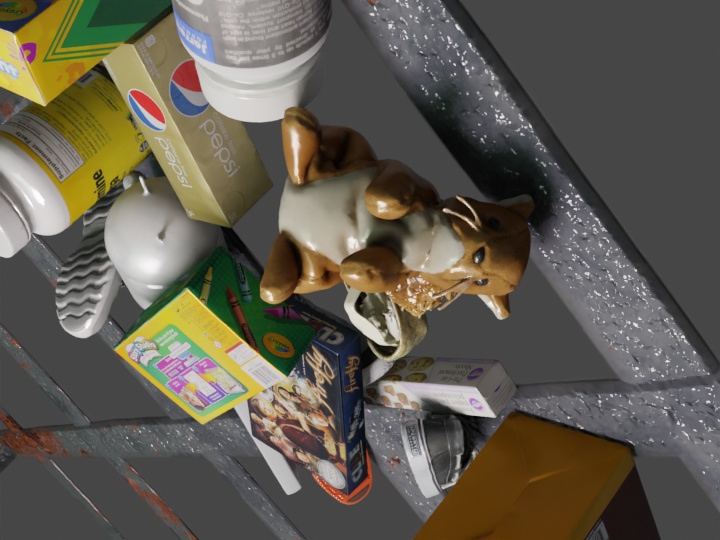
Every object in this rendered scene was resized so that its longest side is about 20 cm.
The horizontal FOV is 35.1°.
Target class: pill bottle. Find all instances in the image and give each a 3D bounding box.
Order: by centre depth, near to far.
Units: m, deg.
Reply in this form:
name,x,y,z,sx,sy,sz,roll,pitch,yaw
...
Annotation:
name,x,y,z,sx,sy,sz,roll,pitch,yaw
pill bottle,-0.077,-0.206,0.780,0.113,0.114,0.201,30,149,23
pill bottle,-0.294,-0.108,1.100,0.112,0.200,0.113,32,150,21

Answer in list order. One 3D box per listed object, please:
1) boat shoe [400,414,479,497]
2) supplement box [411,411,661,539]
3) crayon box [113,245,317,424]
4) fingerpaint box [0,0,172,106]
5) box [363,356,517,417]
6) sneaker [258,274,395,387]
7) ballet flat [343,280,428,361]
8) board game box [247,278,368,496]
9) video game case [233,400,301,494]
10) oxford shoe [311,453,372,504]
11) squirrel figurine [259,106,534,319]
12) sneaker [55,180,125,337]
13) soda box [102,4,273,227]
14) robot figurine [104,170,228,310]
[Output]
name,x,y,z,sx,sy,sz,roll,pitch,yaw
boat shoe,0.084,0.177,1.132,0.200,0.068,0.074,67,-170,-67
supplement box,0.166,0.278,1.031,0.132,0.197,0.201,12,139,44
crayon box,-0.140,0.066,1.058,0.119,0.058,0.200,42,146,-11
fingerpaint box,-0.274,-0.235,0.940,0.199,0.167,0.074,24,146,31
box,0.065,0.109,1.101,0.199,0.041,0.039,-3,128,54
sneaker,-0.057,0.054,1.144,0.199,0.076,0.114,8,135,47
ballet flat,0.000,0.000,1.009,0.070,0.071,0.201,9,136,47
board game box,-0.057,0.116,1.113,0.135,0.035,0.201,26,138,31
video game case,-0.130,0.129,1.293,0.182,0.024,0.201,-116,1,-57
oxford shoe,-0.049,0.190,1.347,0.201,0.071,0.072,61,168,-23
squirrel figurine,0.039,-0.031,0.870,0.185,0.143,0.200,9,180,11
sneaker,-0.268,-0.008,1.241,0.074,0.201,0.082,-10,140,27
soda box,-0.156,-0.137,1.021,0.064,0.068,0.201,13,140,42
robot figurine,-0.195,-0.022,1.158,0.170,0.112,0.200,55,169,19
